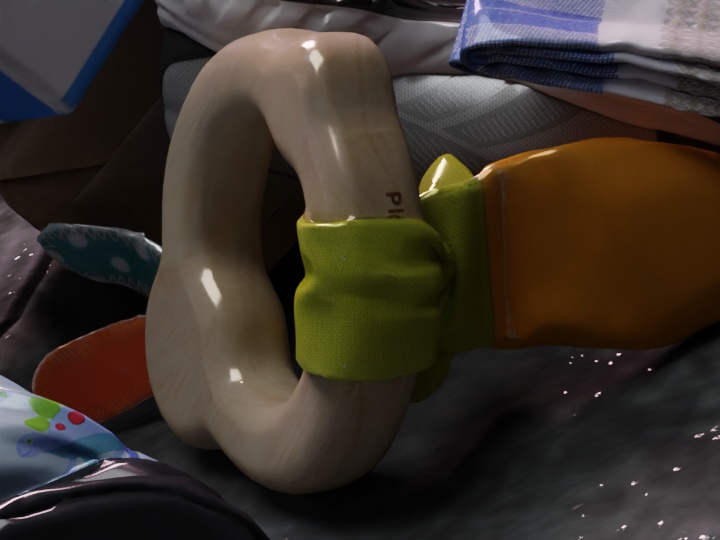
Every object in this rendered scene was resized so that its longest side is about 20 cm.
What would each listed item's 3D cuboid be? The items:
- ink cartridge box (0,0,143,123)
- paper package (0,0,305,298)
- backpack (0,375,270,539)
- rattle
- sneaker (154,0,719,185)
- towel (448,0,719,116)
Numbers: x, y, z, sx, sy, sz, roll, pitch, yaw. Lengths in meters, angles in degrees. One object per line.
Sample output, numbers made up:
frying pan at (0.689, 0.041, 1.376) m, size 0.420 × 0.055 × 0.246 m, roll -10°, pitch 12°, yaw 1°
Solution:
ink cartridge box at (-0.127, -0.126, 0.809) m, size 0.145 × 0.084 × 0.200 m, roll -60°, pitch 25°, yaw -15°
paper package at (-0.057, -0.095, 0.872) m, size 0.191 × 0.103 × 0.200 m, roll -50°, pitch 24°, yaw 0°
backpack at (-0.124, 0.086, 0.569) m, size 0.163 × 0.154 × 0.200 m, roll -39°, pitch 11°, yaw -16°
rattle at (0.000, 0.000, 0.713) m, size 0.143 × 0.130 × 0.200 m, roll -24°, pitch -9°, yaw -29°
sneaker at (0.035, -0.047, 0.730) m, size 0.200 × 0.079 × 0.074 m, roll 11°, pitch 24°, yaw 9°
towel at (0.133, -0.099, 0.666) m, size 0.200 × 0.024 × 0.147 m, roll 9°, pitch 59°, yaw 10°
